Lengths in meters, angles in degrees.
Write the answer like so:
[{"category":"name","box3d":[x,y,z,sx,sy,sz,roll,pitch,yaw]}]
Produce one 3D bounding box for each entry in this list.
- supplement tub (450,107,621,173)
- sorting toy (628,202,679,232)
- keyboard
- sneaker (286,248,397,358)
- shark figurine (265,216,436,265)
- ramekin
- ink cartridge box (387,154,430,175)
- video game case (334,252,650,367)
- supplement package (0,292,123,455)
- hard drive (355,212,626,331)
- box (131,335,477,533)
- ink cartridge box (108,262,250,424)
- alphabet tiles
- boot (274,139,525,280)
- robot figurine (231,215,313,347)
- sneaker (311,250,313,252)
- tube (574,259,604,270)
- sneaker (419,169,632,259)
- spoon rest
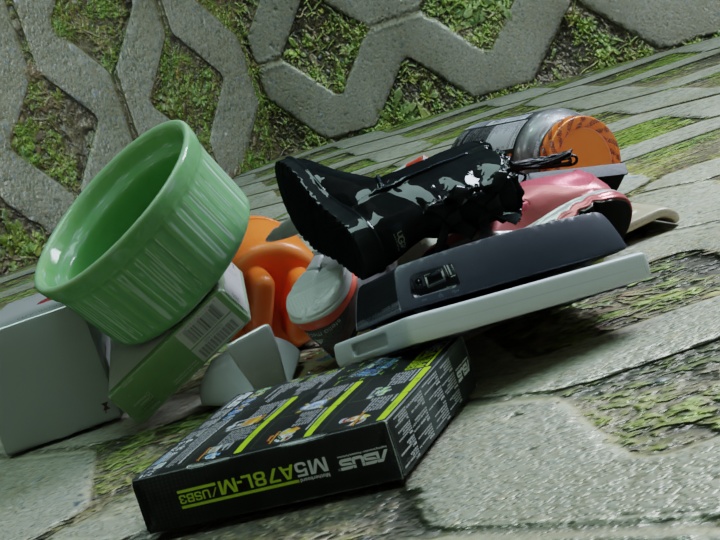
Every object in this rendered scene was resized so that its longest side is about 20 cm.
[{"category":"supplement tub","box3d":[0.191,-0.113,1.818,0.122,0.124,0.199,-23,10,-27]},{"category":"sorting toy","box3d":[0.191,-0.036,1.621,0.198,0.037,0.185,-20,8,-9]},{"category":"keyboard","box3d":[0.147,-0.080,1.516,0.198,0.021,0.127,-7,-20,-7]},{"category":"sneaker","box3d":[0.000,0.000,1.474,0.077,0.082,0.201,-7,38,40]},{"category":"shark figurine","box3d":[0.024,-0.009,1.567,0.214,0.090,0.128,20,2,-44]},{"category":"ramekin","box3d":[-0.192,-0.029,1.490,0.199,0.098,0.201,-37,26,21]},{"category":"ink cartridge box","box3d":[0.081,-0.068,1.701,0.108,0.051,0.199,25,-34,-32]},{"category":"video game case","box3d":[0.096,0.032,1.265,0.198,0.024,0.182,-14,-4,-19]},{"category":"supplement package","box3d":[-0.296,0.086,1.630,0.120,0.121,0.200,-18,9,2]},{"category":"hard drive","box3d":[0.099,0.000,1.325,0.198,0.043,0.135,-15,-5,-19]},{"category":"box","box3d":[-0.033,0.112,1.146,0.191,0.048,0.200,-13,9,20]},{"category":"ink cartridge box","box3d":[-0.174,0.037,1.537,0.145,0.048,0.200,-44,22,11]},{"category":"alphabet tiles","box3d":[0.024,0.066,1.446,0.165,0.006,0.200,-23,9,-27]},{"category":"boot","box3d":[0.034,-0.069,1.409,0.161,0.074,0.198,-24,32,-18]},{"category":"robot figurine","box3d":[-0.096,0.013,1.623,0.143,0.117,0.200,-37,22,-3]},{"category":"sneaker","box3d":[-0.023,0.001,1.750,0.198,0.076,0.087,-16,3,19]},{"category":"tube","box3d":[0.121,-0.001,1.498,0.198,0.052,0.058,-18,-11,-1]},{"category":"sneaker","box3d":[0.136,-0.033,1.451,0.198,0.074,0.087,-19,40,-11]},{"category":"spoon rest","box3d":[-0.092,0.089,1.419,0.099,0.061,0.200,-28,-3,-9]}]
